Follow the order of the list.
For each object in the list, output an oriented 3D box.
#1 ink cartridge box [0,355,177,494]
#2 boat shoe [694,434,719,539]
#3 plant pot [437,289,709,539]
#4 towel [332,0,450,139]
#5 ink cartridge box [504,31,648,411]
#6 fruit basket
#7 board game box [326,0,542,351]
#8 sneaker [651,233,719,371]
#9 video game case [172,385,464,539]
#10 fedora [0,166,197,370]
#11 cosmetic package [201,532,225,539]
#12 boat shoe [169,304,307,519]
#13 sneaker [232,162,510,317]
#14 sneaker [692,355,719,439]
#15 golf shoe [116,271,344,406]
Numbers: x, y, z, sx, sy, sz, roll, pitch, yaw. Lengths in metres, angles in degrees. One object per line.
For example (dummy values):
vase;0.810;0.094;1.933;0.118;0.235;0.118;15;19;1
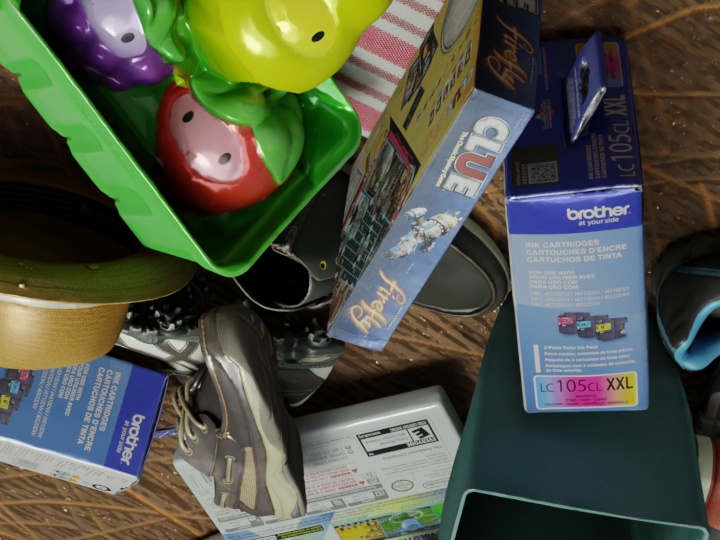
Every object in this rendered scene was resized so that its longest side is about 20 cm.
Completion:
ink cartridge box;-0.206;0.091;1.213;0.199;0.077;0.136;20;166;-10
boat shoe;0.219;0.159;1.170;0.062;0.071;0.200;6;151;-3
plant pot;0.126;0.116;1.146;0.141;0.200;0.142;10;133;-2
towel;0.009;-0.159;1.025;0.146;0.030;0.200;26;134;-16
ink cartridge box;0.119;-0.036;1.038;0.076;0.137;0.200;-5;133;7
fruit basket;-0.075;-0.117;0.966;0.215;0.156;0.216;28;146;21
board game box;0.039;-0.068;0.995;0.034;0.136;0.200;19;136;-12
sneaker;0.270;0.003;1.104;0.200;0.082;0.073;-26;123;26
video game case;-0.004;0.165;1.294;0.199;0.022;0.183;-14;130;18
fedora;-0.197;0.004;1.082;0.200;0.201;0.082;10;111;-3
cosmetic package;-0.109;0.335;1.405;0.164;0.165;0.200;-25;126;29
boat shoe;-0.081;0.098;1.152;0.073;0.075;0.200;-9;139;3
sneaker;0.000;0.000;1.117;0.199;0.106;0.075;26;131;-17
sneaker;0.273;0.116;1.203;0.115;0.075;0.200;17;145;13
golf shoe;-0.113;0.046;1.196;0.199;0.078;0.095;14;134;-5
